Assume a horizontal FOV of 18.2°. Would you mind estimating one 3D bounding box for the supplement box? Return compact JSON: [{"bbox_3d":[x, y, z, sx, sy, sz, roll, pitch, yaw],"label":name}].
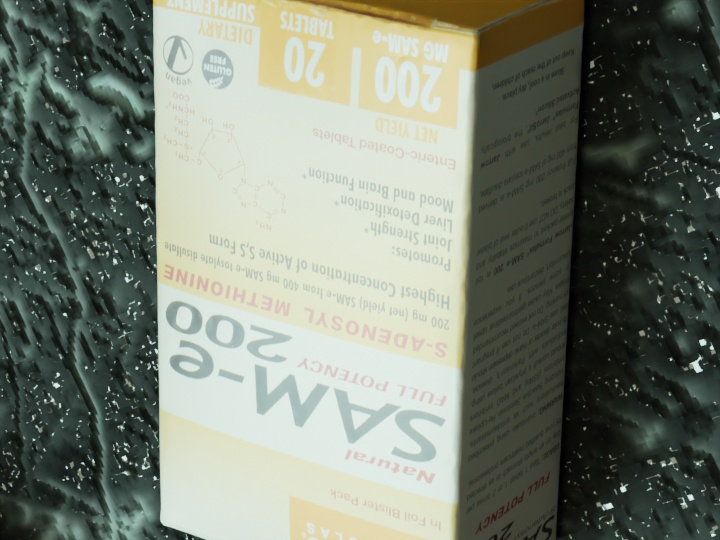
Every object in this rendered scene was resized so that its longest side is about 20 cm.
[{"bbox_3d":[0.000,0.000,0.745,0.125,0.073,0.202,14,115,31],"label":"supplement box"}]
